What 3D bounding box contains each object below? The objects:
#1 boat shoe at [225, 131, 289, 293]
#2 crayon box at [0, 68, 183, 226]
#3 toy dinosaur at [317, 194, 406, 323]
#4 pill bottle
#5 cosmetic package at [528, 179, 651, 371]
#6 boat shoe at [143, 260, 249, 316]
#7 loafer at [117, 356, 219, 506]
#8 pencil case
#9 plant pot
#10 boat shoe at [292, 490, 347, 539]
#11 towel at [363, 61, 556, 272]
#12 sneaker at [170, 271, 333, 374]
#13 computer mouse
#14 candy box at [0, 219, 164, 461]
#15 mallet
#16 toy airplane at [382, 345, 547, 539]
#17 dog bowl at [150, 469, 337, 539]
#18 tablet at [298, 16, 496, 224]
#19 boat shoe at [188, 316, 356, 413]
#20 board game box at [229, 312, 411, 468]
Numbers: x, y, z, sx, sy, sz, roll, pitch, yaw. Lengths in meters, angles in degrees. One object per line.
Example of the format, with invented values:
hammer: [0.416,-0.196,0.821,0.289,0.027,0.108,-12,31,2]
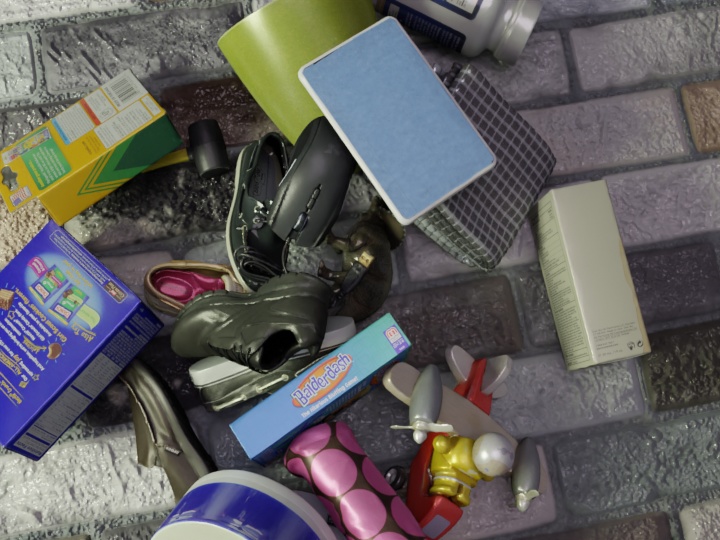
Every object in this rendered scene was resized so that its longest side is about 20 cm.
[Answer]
boat shoe: [-0.105,-0.070,1.014,0.074,0.066,0.202,19,56,-27]
crayon box: [-0.315,-0.135,1.015,0.199,0.052,0.126,-35,47,-10]
toy dinosaur: [0.000,0.000,1.028,0.101,0.077,0.203,11,81,-9]
pill bottle: [0.117,-0.331,1.084,0.198,0.111,0.112,26,78,1]
cosmetic package: [0.262,0.009,1.035,0.072,0.104,0.203,-10,81,-7]
boat shoe: [-0.152,0.031,1.016,0.197,0.069,0.075,7,77,-5]
loafer: [-0.220,0.186,0.980,0.071,0.073,0.201,-31,82,-9]
pencil case: [0.002,0.254,0.917,0.090,0.094,0.201,-6,49,-44]
plant pot: [-0.037,-0.212,1.032,0.185,0.187,0.202,-29,99,-9]
boat shoe: [-0.010,0.306,0.978,0.197,0.068,0.072,18,41,-4]
towel: [0.122,-0.117,1.016,0.199,0.085,0.167,39,78,-33]
sneaker: [-0.122,0.067,0.938,0.198,0.076,0.092,-18,52,26]
computer mouse: [-0.034,-0.055,0.960,0.139,0.046,0.202,30,90,-15]
candy box: [-0.342,0.074,0.966,0.168,0.077,0.200,37,76,26]
mallet: [-0.257,-0.135,1.060,0.197,0.041,0.067,-8,81,-2]
toy airplane: [0.122,0.180,0.969,0.198,0.141,0.202,-13,97,-29]
dog bowl: [-0.116,0.308,0.902,0.199,0.201,0.079,37,36,4]
tablet: [0.039,-0.160,0.931,0.129,0.014,0.201,-33,83,-15]
boat shoe: [-0.092,0.106,1.000,0.197,0.071,0.064,-19,102,11]
board game box: [-0.040,0.134,0.963,0.199,0.152,0.045,-34,78,-10]
